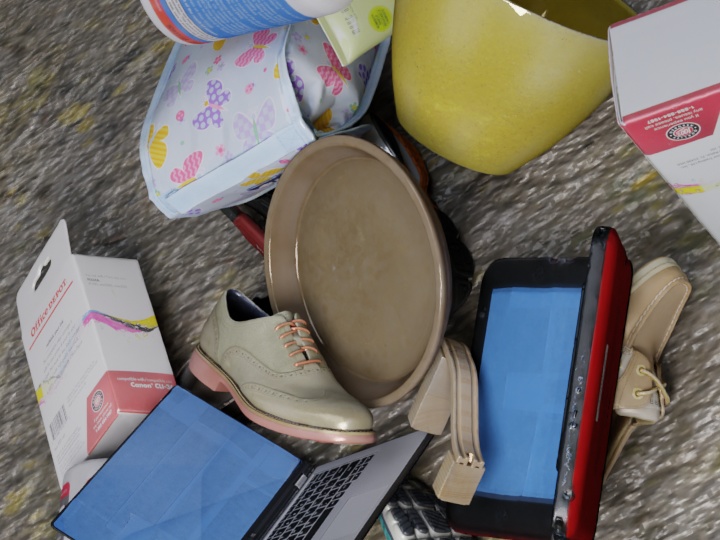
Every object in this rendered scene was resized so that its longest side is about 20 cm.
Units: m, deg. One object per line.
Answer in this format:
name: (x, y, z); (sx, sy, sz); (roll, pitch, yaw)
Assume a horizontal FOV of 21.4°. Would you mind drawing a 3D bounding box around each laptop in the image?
laptop: (-0.082, 0.151, 1.376); (0.199, 0.116, 0.187); (-23, 17, 37)

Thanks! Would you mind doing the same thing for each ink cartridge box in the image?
ink cartridge box: (-0.221, 0.069, 1.580); (0.117, 0.067, 0.201); (-51, 47, 38)
ink cartridge box: (0.273, -0.107, 1.286); (0.145, 0.200, 0.084); (-18, 57, 24)

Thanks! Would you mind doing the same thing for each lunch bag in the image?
lunch bag: (-0.078, -0.134, 1.523); (0.169, 0.127, 0.201); (-28, 29, 32)

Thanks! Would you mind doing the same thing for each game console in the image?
game console: (0.112, 0.078, 1.281); (0.117, 0.172, 0.202); (7, 80, 15)

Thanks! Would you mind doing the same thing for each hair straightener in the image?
hair straightener: (-0.080, -0.061, 1.603); (0.077, 0.041, 0.200); (-37, 45, -14)

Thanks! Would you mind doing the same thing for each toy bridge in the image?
toy bridge: (0.059, 0.086, 1.377); (0.200, 0.027, 0.068); (-108, 37, -61)

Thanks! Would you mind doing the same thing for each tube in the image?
tube: (0.046, -0.232, 1.514); (0.199, 0.052, 0.058); (-28, 46, -27)

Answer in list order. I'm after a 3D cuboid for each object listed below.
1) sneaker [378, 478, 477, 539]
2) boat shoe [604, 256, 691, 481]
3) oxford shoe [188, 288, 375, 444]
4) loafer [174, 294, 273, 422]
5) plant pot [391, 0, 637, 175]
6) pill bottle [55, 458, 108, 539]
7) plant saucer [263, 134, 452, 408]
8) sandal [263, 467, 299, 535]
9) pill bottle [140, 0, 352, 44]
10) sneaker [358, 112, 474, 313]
sneaker: (0.044, 0.232, 1.359); (0.080, 0.077, 0.201); (-49, 41, 30)
boat shoe: (0.183, 0.088, 1.340); (0.069, 0.073, 0.201); (36, 100, 36)
oxford shoe: (-0.057, 0.071, 1.405); (0.199, 0.070, 0.075); (26, 105, 43)
loafer: (-0.082, 0.053, 1.520); (0.199, 0.071, 0.073); (-38, 54, 12)
plant pot: (0.101, -0.159, 1.446); (0.200, 0.199, 0.143); (45, 119, 38)
pill bottle: (-0.187, 0.256, 1.471); (0.110, 0.111, 0.202); (-9, 64, 29)
plant saucer: (0.000, 0.000, 1.399); (0.199, 0.029, 0.202); (14, 108, 47)
sandal: (-0.079, 0.235, 1.423); (0.079, 0.087, 0.202); (-18, 52, 25)
pill bottle: (-0.064, -0.238, 1.412); (0.199, 0.112, 0.113); (-6, 65, 37)
sneaker: (0.021, -0.027, 1.500); (0.092, 0.075, 0.201); (-40, 45, 20)
